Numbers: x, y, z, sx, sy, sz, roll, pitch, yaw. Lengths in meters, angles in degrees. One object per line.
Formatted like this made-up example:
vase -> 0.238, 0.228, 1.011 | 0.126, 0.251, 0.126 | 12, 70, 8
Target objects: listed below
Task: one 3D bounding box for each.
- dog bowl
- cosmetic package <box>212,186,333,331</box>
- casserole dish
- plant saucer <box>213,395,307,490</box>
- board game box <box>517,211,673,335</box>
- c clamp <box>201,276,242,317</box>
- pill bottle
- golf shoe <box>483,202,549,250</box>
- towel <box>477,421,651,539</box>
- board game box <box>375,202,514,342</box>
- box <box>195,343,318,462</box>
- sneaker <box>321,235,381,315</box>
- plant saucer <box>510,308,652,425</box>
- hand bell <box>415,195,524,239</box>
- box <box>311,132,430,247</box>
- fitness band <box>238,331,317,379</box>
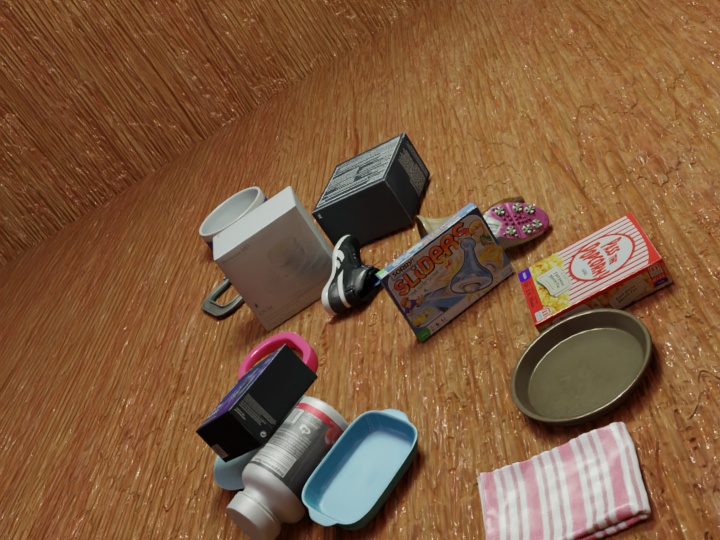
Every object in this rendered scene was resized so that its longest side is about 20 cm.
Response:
dog bowl -> -0.324, -0.128, 2.402 | 0.198, 0.079, 0.201 | -29, 25, 15
cosmetic package -> -0.167, -0.024, 1.866 | 0.198, 0.201, 0.123 | -33, 24, 5
casserole dish -> 0.005, 0.281, 1.270 | 0.120, 0.039, 0.200 | 12, 50, 41
plant saucer -> -0.149, 0.287, 1.481 | 0.199, 0.039, 0.202 | -28, 26, 15
board game box -> 0.338, 0.011, 1.337 | 0.198, 0.047, 0.152 | -30, 25, 13
c clamp -> -0.300, 0.039, 2.135 | 0.170, 0.027, 0.199 | -41, 24, -11
pill bottle -> -0.102, 0.293, 1.323 | 0.110, 0.111, 0.201 | -1, 41, 51
golf shoe -> 0.228, -0.060, 1.576 | 0.196, 0.092, 0.077 | -12, 63, 0
towel -> 0.229, 0.259, 1.055 | 0.198, 0.030, 0.147 | -27, 27, 17
board game box -> 0.140, 0.003, 1.499 | 0.199, 0.136, 0.034 | -37, 20, -3
box -> -0.166, 0.210, 1.424 | 0.141, 0.079, 0.200 | -47, 5, -31
sneaker -> 0.000, 0.000, 1.777 | 0.110, 0.073, 0.202 | -16, 39, 29
plant saucer -> 0.291, 0.130, 1.200 | 0.198, 0.030, 0.201 | -27, 28, 16
hand bell -> 0.210, -0.089, 1.668 | 0.197, 0.106, 0.104 | -23, 24, -5
box -> 0.025, -0.165, 1.964 | 0.198, 0.124, 0.200 | -22, 26, 31
fitness band -> -0.155, 0.179, 1.686 | 0.143, 0.038, 0.200 | -40, 26, -10
